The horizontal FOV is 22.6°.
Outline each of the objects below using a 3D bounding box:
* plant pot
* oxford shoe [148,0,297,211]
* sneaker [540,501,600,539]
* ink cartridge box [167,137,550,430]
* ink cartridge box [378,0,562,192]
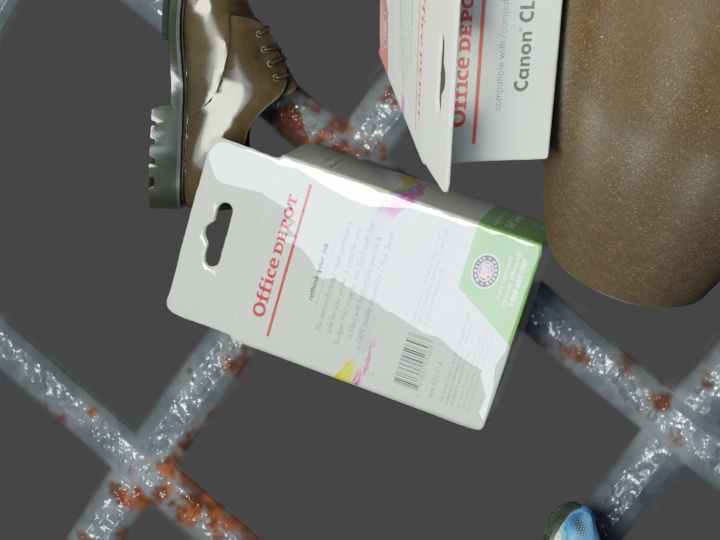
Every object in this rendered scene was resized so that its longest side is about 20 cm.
[{"bbox_3d":[0.167,-0.088,0.927,0.186,0.187,0.201,23,121,14],"label":"plant pot"},{"bbox_3d":[-0.076,-0.134,1.058,0.084,0.073,0.201,5,103,1],"label":"oxford shoe"},{"bbox_3d":[0.167,0.220,1.039,0.090,0.078,0.201,-26,94,3],"label":"sneaker"},{"bbox_3d":[0.000,0.000,1.040,0.199,0.067,0.118,20,106,9],"label":"ink cartridge box"},{"bbox_3d":[0.056,-0.130,0.919,0.067,0.200,0.117,-3,118,-7],"label":"ink cartridge box"}]
